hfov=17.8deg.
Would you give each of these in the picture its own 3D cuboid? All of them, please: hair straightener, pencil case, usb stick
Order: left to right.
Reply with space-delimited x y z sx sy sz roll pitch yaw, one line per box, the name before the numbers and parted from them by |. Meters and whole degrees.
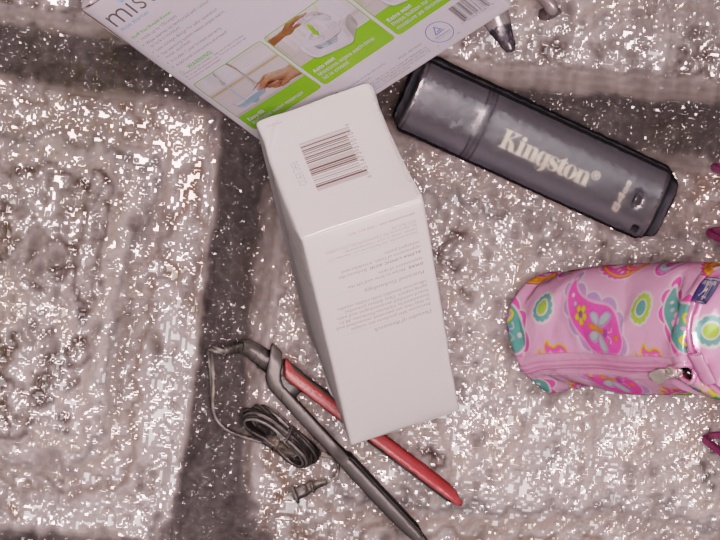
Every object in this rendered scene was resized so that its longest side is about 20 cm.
hair straightener | -0.029 0.121 1.531 0.200 0.041 0.077 39 91 -10
usb stick | 0.116 -0.081 1.530 0.199 0.033 0.056 24 93 -10
pencil case | 0.178 0.040 1.468 0.087 0.199 0.088 0 90 -33

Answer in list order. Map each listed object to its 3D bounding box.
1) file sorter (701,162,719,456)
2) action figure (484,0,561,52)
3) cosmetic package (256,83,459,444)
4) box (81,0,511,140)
file sorter | 0.301 0.029 1.520 0.138 0.125 0.202 0 98 -8
action figure | 0.086 -0.246 1.474 0.198 0.105 0.195 -14 108 -3
cosmetic package | 0.000 0.000 1.438 0.081 0.113 0.201 -18 139 -4
box | -0.038 -0.188 1.388 0.199 0.097 0.176 -31 130 34
